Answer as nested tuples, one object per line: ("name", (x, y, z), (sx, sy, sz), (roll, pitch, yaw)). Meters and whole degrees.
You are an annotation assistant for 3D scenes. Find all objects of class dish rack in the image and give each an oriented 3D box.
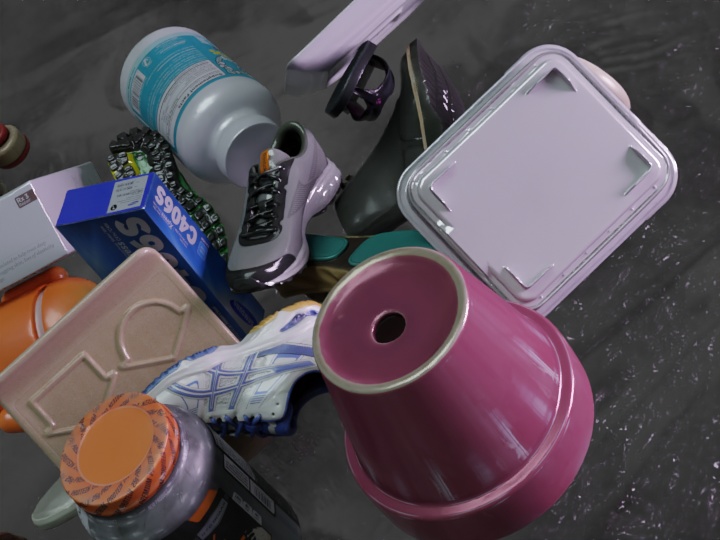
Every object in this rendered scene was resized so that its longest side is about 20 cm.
("dish rack", (0.147, -0.074, 1.329), (0.200, 0.044, 0.172), (-44, 87, -4))

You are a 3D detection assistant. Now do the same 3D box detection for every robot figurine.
("robot figurine", (-0.301, 0.078, 1.508), (0.200, 0.117, 0.144), (-22, 17, 17))

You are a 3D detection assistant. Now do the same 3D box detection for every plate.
("plate", (0.009, -0.240, 1.551), (0.200, 0.032, 0.200), (-42, 2, -4))

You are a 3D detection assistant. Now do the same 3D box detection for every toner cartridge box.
("toner cartridge box", (-0.174, 0.000, 1.427), (0.095, 0.200, 0.043), (-9, 49, 27))

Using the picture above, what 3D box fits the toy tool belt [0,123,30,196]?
("toy tool belt", (-0.444, -0.100, 1.728), (0.125, 0.123, 0.200), (10, 62, 37))

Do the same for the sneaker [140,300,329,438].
("sneaker", (-0.096, 0.105, 1.317), (0.200, 0.075, 0.088), (-31, 64, -4))

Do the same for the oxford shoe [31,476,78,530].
("oxford shoe", (-0.221, 0.148, 1.430), (0.200, 0.058, 0.075), (-44, 21, -3))

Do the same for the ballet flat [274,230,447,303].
("ballet flat", (0.000, 0.000, 1.418), (0.200, 0.063, 0.069), (3, 35, 39))

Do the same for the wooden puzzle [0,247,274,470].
("wooden puzzle", (-0.184, 0.110, 1.381), (0.185, 0.200, 0.046), (-42, 8, -3))

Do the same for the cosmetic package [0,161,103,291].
("cosmetic package", (-0.315, -0.040, 1.555), (0.113, 0.081, 0.200), (-27, 6, 12))

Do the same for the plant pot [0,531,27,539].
("plant pot", (-0.373, 0.300, 1.339), (0.198, 0.200, 0.201), (-8, 52, 16))

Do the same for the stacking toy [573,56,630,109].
("stacking toy", (0.147, -0.085, 1.387), (0.085, 0.085, 0.200), (26, 77, 42))

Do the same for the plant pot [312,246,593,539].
("plant pot", (0.059, 0.083, 1.234), (0.199, 0.179, 0.200), (-16, 49, 20))

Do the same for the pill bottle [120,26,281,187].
("pill bottle", (-0.151, -0.157, 1.600), (0.111, 0.111, 0.200), (-43, 46, -4))

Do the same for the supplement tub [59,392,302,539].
("supplement tub", (-0.140, 0.186, 1.263), (0.122, 0.200, 0.123), (-17, 49, 21))

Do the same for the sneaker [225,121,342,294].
("sneaker", (-0.079, -0.053, 1.415), (0.074, 0.079, 0.200), (-9, 37, 25))

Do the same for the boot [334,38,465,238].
("boot", (0.026, -0.117, 1.492), (0.138, 0.077, 0.200), (-33, 36, 22))

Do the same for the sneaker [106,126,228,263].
("sneaker", (-0.176, -0.046, 1.561), (0.078, 0.085, 0.200), (-25, 60, -3))

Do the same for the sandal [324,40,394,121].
("sandal", (0.007, -0.171, 1.495), (0.075, 0.048, 0.200), (-61, 1, 8))
